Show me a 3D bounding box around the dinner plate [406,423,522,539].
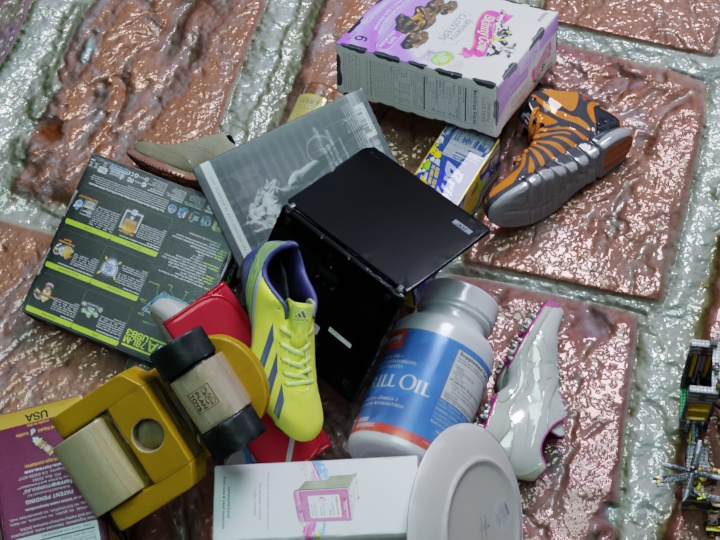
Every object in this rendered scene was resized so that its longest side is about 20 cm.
[{"bbox_3d":[0.108,0.245,1.540,0.024,0.200,0.201,-4,57,35],"label":"dinner plate"}]

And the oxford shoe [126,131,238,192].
[{"bbox_3d":[-0.171,-0.118,1.803,0.200,0.071,0.074,18,76,29],"label":"oxford shoe"}]

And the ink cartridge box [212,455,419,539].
[{"bbox_3d":[-0.034,0.247,1.571,0.199,0.145,0.085,-2,61,3],"label":"ink cartridge box"}]

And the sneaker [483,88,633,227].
[{"bbox_3d":[0.195,-0.128,1.805,0.200,0.078,0.112,-30,59,-24],"label":"sneaker"}]

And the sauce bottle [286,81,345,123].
[{"bbox_3d":[-0.074,-0.111,1.809,0.066,0.066,0.200,21,73,14],"label":"sauce bottle"}]

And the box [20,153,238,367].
[{"bbox_3d":[-0.237,-0.005,1.755,0.199,0.048,0.194,20,81,14],"label":"box"}]

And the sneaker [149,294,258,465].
[{"bbox_3d":[-0.157,0.113,1.663,0.081,0.077,0.200,-37,89,-12],"label":"sneaker"}]

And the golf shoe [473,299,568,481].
[{"bbox_3d":[0.178,0.126,1.673,0.091,0.075,0.200,26,68,0],"label":"golf shoe"}]

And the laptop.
[{"bbox_3d":[0.000,0.000,1.659,0.177,0.103,0.200,37,112,31],"label":"laptop"}]

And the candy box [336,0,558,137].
[{"bbox_3d":[0.099,-0.244,1.824,0.199,0.072,0.168,18,44,22],"label":"candy box"}]

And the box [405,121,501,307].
[{"bbox_3d":[0.079,-0.063,1.772,0.064,0.070,0.200,26,67,19],"label":"box"}]

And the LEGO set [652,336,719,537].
[{"bbox_3d":[0.379,0.154,1.608,0.153,0.116,0.201,12,64,10],"label":"LEGO set"}]

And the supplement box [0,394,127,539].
[{"bbox_3d":[-0.291,0.244,1.599,0.103,0.131,0.201,-14,63,-3],"label":"supplement box"}]

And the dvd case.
[{"bbox_3d":[-0.057,-0.083,1.721,0.199,0.016,0.149,-26,88,-3],"label":"dvd case"}]

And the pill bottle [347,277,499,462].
[{"bbox_3d":[0.070,0.113,1.656,0.112,0.112,0.200,16,63,12],"label":"pill bottle"}]

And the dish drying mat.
[{"bbox_3d":[-0.111,0.114,1.630,0.077,0.018,0.200,-35,98,-13],"label":"dish drying mat"}]

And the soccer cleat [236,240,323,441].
[{"bbox_3d":[-0.070,0.067,1.596,0.065,0.084,0.201,-4,76,-41],"label":"soccer cleat"}]

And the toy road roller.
[{"bbox_3d":[-0.178,0.142,1.546,0.200,0.146,0.123,-33,89,9],"label":"toy road roller"}]
